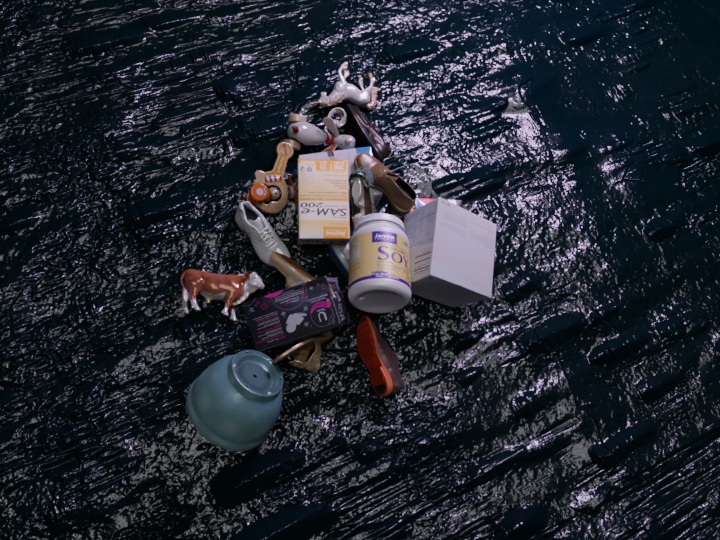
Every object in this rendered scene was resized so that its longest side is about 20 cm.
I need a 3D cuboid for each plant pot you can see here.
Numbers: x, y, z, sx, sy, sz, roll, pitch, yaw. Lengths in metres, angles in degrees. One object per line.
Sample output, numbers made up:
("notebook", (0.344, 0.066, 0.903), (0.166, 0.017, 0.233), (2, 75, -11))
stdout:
("plant pot", (-0.245, 0.254, 1.087), (0.200, 0.134, 0.201), (29, 28, -17))

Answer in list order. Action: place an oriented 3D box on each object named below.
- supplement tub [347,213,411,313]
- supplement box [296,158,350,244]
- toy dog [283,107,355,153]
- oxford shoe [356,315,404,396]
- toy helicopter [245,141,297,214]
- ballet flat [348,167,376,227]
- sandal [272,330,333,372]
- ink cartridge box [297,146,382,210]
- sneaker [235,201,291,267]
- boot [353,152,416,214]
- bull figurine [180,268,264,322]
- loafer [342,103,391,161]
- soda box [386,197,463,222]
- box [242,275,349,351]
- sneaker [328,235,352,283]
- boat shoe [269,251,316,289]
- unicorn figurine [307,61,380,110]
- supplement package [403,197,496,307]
("supplement tub", (0.044, -0.017, 1.202), (0.145, 0.146, 0.201), (4, 61, -6))
("supplement box", (-0.092, -0.166, 1.262), (0.126, 0.074, 0.201), (-1, 81, -9))
("toy dog", (-0.116, -0.368, 1.389), (0.199, 0.096, 0.132), (-12, 97, -5))
("oxford shoe", (0.047, 0.203, 1.247), (0.072, 0.071, 0.201), (0, 64, -39))
("toy helicopter", (-0.211, -0.241, 1.352), (0.132, 0.079, 0.201), (19, 76, -19))
("ballet flat", (0.001, -0.155, 1.288), (0.074, 0.074, 0.201), (-9, 98, -11))
("sandal", (-0.108, 0.192, 1.161), (0.078, 0.212, 0.070), (-36, 82, 25))
("ink cartridge box", (-0.058, -0.236, 1.369), (0.199, 0.084, 0.145), (-9, 73, -12))
("sneaker", (-0.248, -0.089, 1.292), (0.070, 0.080, 0.200), (-39, 84, -20))
("boot", (0.067, -0.237, 1.308), (0.200, 0.075, 0.074), (45, 68, 5))
("bull figurine", (-0.333, 0.052, 1.236), (0.199, 0.065, 0.122), (8, 66, -4))
("loafer", (0.018, -0.384, 1.448), (0.071, 0.073, 0.200), (-24, 77, -29))
("soda box", (0.171, -0.151, 1.378), (0.199, 0.071, 0.064), (2, 69, -7))
("box", (-0.139, 0.098, 1.164), (0.199, 0.132, 0.115), (-18, 85, 7))
("sneaker", (0.000, 0.000, 1.298), (0.081, 0.077, 0.200), (-28, 78, -18))
("boat shoe", (-0.150, 0.035, 1.258), (0.200, 0.074, 0.069), (39, 102, -1))
("unicorn figurine", (-0.039, -0.515, 1.476), (0.199, 0.074, 0.138), (12, 80, -10))
("supplement package", (0.212, -0.037, 1.272), (0.191, 0.147, 0.201), (20, 67, -26))
